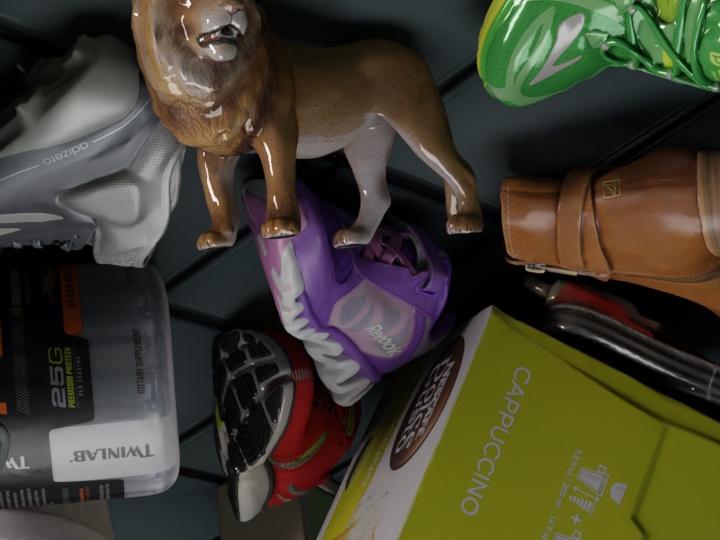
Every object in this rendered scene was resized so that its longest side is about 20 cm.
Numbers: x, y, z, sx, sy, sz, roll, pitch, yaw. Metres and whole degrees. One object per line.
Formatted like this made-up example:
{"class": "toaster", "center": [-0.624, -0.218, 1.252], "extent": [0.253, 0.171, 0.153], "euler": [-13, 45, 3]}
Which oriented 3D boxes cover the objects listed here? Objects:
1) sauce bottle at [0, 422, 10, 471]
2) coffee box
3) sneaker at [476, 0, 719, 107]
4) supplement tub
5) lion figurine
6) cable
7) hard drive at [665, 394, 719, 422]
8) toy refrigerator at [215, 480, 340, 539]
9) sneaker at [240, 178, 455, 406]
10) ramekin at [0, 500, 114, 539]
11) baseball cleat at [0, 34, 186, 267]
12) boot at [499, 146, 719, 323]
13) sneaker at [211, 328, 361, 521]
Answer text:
{"class": "sauce bottle", "center": [-0.249, 0.044, 0.960], "extent": [0.199, 0.065, 0.065], "euler": [27, 163, 25]}
{"class": "coffee box", "center": [0.090, 0.166, 1.139], "extent": [0.199, 0.201, 0.198], "euler": [27, 162, -8]}
{"class": "sneaker", "center": [0.139, -0.112, 0.882], "extent": [0.199, 0.084, 0.074], "euler": [-20, 150, 21]}
{"class": "supplement tub", "center": [-0.195, 0.062, 1.060], "extent": [0.198, 0.124, 0.123], "euler": [-5, 151, -8]}
{"class": "lion figurine", "center": [-0.020, -0.074, 0.913], "extent": [0.072, 0.124, 0.199], "euler": [-9, 174, 39]}
{"class": "cable", "center": [0.175, 0.043, 1.101], "extent": [0.198, 0.051, 0.097], "euler": [14, 167, 26]}
{"class": "hard drive", "center": [0.175, 0.091, 1.215], "extent": [0.198, 0.038, 0.140], "euler": [14, 160, 26]}
{"class": "toy refrigerator", "center": [-0.036, 0.231, 1.328], "extent": [0.069, 0.202, 0.076], "euler": [-21, 148, 21]}
{"class": "sneaker", "center": [0.000, 0.000, 1.062], "extent": [0.088, 0.081, 0.200], "euler": [-20, 155, 6]}
{"class": "ramekin", "center": [-0.242, 0.150, 1.226], "extent": [0.198, 0.106, 0.201], "euler": [-7, 151, -4]}
{"class": "baseball cleat", "center": [-0.154, -0.024, 0.948], "extent": [0.199, 0.070, 0.106], "euler": [-32, 114, 35]}
{"class": "boot", "center": [0.151, -0.013, 1.093], "extent": [0.153, 0.074, 0.200], "euler": [-3, 155, 7]}
{"class": "sneaker", "center": [-0.040, 0.081, 1.209], "extent": [0.084, 0.078, 0.200], "euler": [-15, 160, -13]}
